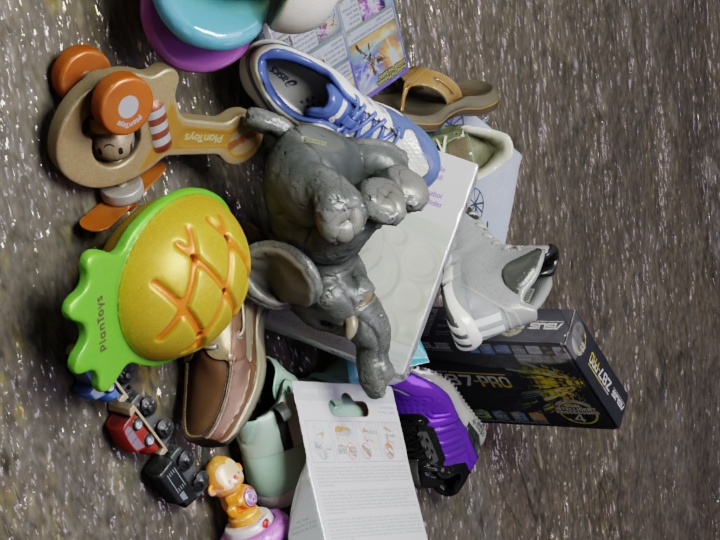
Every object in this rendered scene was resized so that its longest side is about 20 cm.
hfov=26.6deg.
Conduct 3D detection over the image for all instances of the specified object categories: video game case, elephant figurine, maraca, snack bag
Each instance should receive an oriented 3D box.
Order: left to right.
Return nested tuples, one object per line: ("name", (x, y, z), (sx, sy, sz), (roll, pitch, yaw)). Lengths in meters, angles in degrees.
("maraca", (-0.158, 0.013, 1.174), (0.200, 0.106, 0.138), (-34, 128, -49))
("video game case", (-0.040, -0.235, 1.411), (0.200, 0.045, 0.183), (-40, 122, -47))
("elephant figurine", (-0.033, -0.010, 1.271), (0.140, 0.156, 0.201), (-1, 131, -27))
("snack bag", (0.110, -0.084, 1.651), (0.200, 0.021, 0.190), (30, 66, -48))

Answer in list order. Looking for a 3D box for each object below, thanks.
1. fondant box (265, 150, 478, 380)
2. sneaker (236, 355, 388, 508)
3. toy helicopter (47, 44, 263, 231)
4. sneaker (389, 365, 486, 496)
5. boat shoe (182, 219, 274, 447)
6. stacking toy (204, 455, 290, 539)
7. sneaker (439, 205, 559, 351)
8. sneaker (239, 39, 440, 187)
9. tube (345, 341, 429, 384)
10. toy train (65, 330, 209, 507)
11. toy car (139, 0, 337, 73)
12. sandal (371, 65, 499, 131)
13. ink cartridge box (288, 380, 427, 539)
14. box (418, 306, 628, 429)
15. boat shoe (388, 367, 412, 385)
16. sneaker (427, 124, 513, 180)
("fondant box", (0.007, -0.021, 1.369), (0.058, 0.143, 0.202), (69, 41, -79))
("sneaker", (-0.043, 0.109, 1.393), (0.201, 0.073, 0.119), (-50, 136, -39))
("toy helicopter", (-0.160, -0.100, 1.213), (0.199, 0.079, 0.133), (-2, 116, -44))
("sneaker", (0.066, 0.171, 1.562), (0.200, 0.069, 0.100), (47, 57, -45))
("boat shoe", (-0.123, 0.048, 1.291), (0.074, 0.075, 0.202), (36, 55, -44))
("stacking toy", (-0.086, 0.250, 1.338), (0.116, 0.109, 0.201), (-37, 110, -45))
("sneaker", (0.127, -0.017, 1.433), (0.075, 0.114, 0.201), (66, 11, -50))
("sneaker", (-0.018, -0.125, 1.296), (0.199, 0.088, 0.076), (30, 92, -9))
("tube", (0.000, 0.000, 1.420), (0.050, 0.077, 0.202), (93, -19, -80))
("toy train", (-0.183, 0.125, 1.235), (0.046, 0.034, 0.201), (-51, 132, -27))
("toy car", (-0.115, -0.231, 1.203), (0.174, 0.200, 0.151), (28, 102, -13))
("sandal", (0.071, -0.180, 1.530), (0.199, 0.080, 0.055), (-19, 123, -47))
("ink cartridge box", (-0.008, 0.205, 1.359), (0.162, 0.057, 0.202), (10, 58, -55))
("box", (0.158, 0.100, 1.578), (0.162, 0.198, 0.049), (56, 47, -41))
("boat shoe", (0.037, 0.014, 1.471), (0.072, 0.062, 0.201), (33, 44, -37))
("sneaker", (0.072, -0.116, 1.518), (0.199, 0.089, 0.068), (-11, 95, -45))
